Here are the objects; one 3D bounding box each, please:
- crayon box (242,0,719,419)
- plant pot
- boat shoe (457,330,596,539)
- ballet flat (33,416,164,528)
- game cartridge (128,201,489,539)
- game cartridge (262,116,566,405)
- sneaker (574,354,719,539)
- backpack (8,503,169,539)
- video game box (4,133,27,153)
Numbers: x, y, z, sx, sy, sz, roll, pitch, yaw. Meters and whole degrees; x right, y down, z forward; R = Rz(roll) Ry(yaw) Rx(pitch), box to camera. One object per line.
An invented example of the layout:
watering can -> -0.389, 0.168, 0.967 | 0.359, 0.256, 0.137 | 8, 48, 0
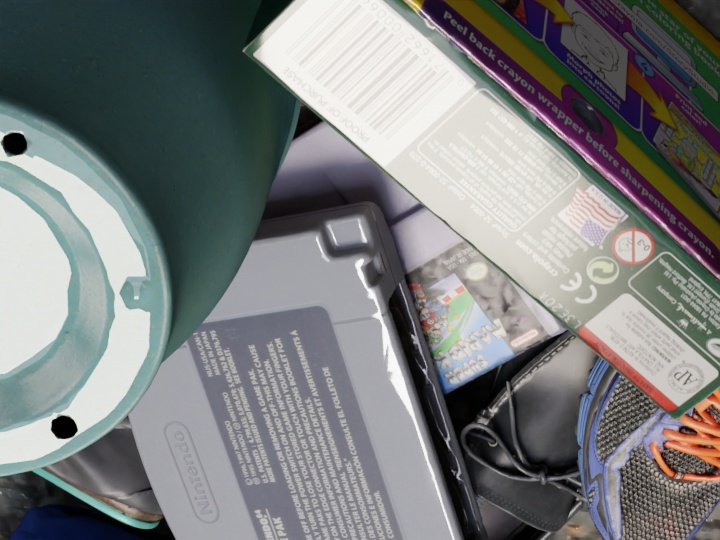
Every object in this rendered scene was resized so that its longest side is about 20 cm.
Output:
crayon box -> 0.063, -0.070, 0.767 | 0.200, 0.173, 0.058 | 40, 119, -16
plant pot -> -0.120, -0.035, 0.720 | 0.200, 0.188, 0.200 | 0, 119, 0
boat shoe -> 0.076, 0.081, 0.939 | 0.075, 0.062, 0.200 | 33, 123, -10
ballet flat -> -0.165, 0.049, 0.969 | 0.200, 0.073, 0.073 | 22, 126, 3
game cartridge -> -0.028, 0.072, 0.911 | 0.133, 0.042, 0.200 | -7, 114, 26
game cartridge -> 0.000, 0.000, 0.904 | 0.200, 0.038, 0.130 | -31, 100, 28
sneaker -> 0.148, 0.036, 0.853 | 0.075, 0.078, 0.200 | 16, 114, -19
backpack -> -0.099, 0.212, 1.000 | 0.200, 0.168, 0.163 | 26, 133, -12
video game box -> -0.202, -0.060, 0.839 | 0.200, 0.047, 0.182 | -13, 118, 7
